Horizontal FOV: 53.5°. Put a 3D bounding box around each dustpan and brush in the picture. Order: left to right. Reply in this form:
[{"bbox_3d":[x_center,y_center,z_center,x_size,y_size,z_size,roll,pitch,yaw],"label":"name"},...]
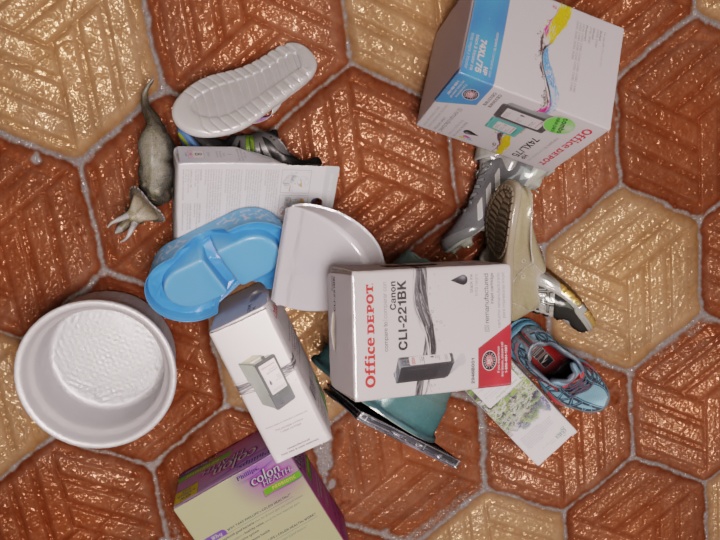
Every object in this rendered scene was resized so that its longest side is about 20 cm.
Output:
[{"bbox_3d":[0.000,0.000,0.881,0.199,0.057,0.140,17,114,10],"label":"dustpan and brush"}]

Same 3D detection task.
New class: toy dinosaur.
[{"bbox_3d":[-0.255,-0.137,0.902,0.077,0.102,0.201,13,102,-11],"label":"toy dinosaur"}]

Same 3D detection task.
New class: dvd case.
[{"bbox_3d":[0.035,0.208,0.975,0.148,0.200,0.016,29,84,-14],"label":"dvd case"}]

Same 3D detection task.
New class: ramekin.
[{"bbox_3d":[-0.342,0.124,0.952,0.199,0.098,0.202,-2,103,-7],"label":"ramekin"}]

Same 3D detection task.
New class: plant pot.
[{"bbox_3d":[0.069,0.093,0.964,0.200,0.200,0.197,34,89,-14],"label":"plant pot"}]

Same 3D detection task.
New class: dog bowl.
[{"bbox_3d":[-0.177,-0.010,0.904,0.199,0.050,0.112,-26,133,4],"label":"dog bowl"}]

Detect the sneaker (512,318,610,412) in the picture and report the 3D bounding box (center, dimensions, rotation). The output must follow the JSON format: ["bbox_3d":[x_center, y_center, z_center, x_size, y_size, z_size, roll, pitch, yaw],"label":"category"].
[{"bbox_3d":[0.296,0.157,1.053,0.200,0.096,0.079,36,96,-14],"label":"sneaker"}]

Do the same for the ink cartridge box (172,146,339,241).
[{"bbox_3d":[-0.140,-0.079,0.922,0.199,0.057,0.163,-5,131,-21],"label":"ink cartridge box"}]

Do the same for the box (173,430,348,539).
[{"bbox_3d":[-0.139,0.352,1.036,0.175,0.097,0.201,-29,106,0],"label":"box"}]

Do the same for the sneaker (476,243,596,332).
[{"bbox_3d":[0.248,0.034,1.036,0.200,0.076,0.088,39,102,-6],"label":"sneaker"}]

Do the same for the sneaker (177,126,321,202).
[{"bbox_3d":[-0.143,-0.151,0.940,0.199,0.071,0.083,19,83,-12],"label":"sneaker"}]

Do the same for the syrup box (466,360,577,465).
[{"bbox_3d":[0.220,0.185,1.056,0.079,0.081,0.200,-43,105,5],"label":"syrup box"}]

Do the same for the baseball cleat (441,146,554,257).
[{"bbox_3d":[0.173,-0.115,0.997,0.200,0.070,0.107,-40,91,-2],"label":"baseball cleat"}]

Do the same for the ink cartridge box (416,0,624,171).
[{"bbox_3d":[0.198,-0.242,0.897,0.199,0.147,0.147,17,73,-11],"label":"ink cartridge box"}]

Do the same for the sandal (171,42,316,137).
[{"bbox_3d":[-0.142,-0.221,0.915,0.202,0.050,0.083,-30,78,-16],"label":"sandal"}]

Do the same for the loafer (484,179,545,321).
[{"bbox_3d":[0.209,-0.026,0.950,0.068,0.076,0.201,-8,117,-13],"label":"loafer"}]

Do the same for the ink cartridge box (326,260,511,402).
[{"bbox_3d":[0.069,0.065,0.828,0.199,0.084,0.145,-3,94,-19],"label":"ink cartridge box"}]

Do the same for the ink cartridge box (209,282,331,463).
[{"bbox_3d":[-0.118,0.129,0.961,0.084,0.146,0.201,-24,105,0],"label":"ink cartridge box"}]
